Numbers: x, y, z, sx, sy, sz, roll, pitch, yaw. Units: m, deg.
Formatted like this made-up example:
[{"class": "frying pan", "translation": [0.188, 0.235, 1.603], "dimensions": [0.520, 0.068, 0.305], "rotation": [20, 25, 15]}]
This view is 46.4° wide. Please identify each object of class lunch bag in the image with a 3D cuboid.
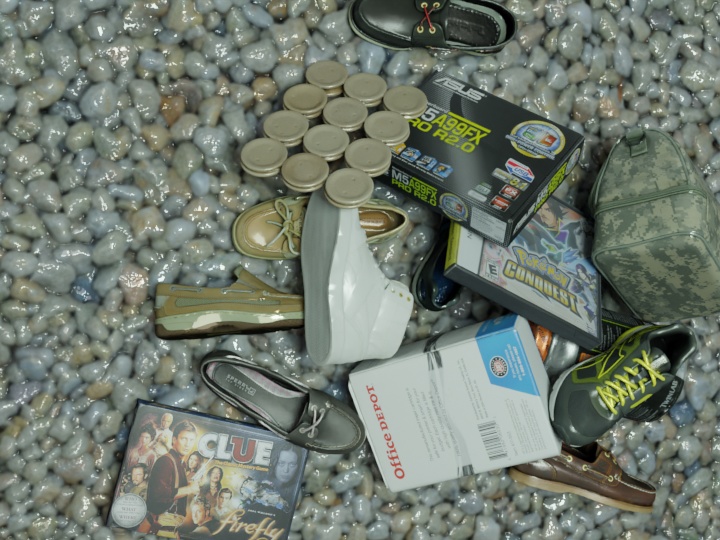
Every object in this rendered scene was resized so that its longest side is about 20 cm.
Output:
[{"class": "lunch bag", "translation": [0.363, -0.053, 0.997], "dimensions": [0.200, 0.139, 0.169], "rotation": [38, 52, -41]}]

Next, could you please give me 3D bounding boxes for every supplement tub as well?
[{"class": "supplement tub", "translation": [0.276, 0.104, 1.011], "dimensions": [0.199, 0.122, 0.123], "rotation": [17, 86, -15]}]

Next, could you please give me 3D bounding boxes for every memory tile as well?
[{"class": "memory tile", "translation": [-0.026, -0.152, 0.908], "dimensions": [0.152, 0.017, 0.201], "rotation": [20, 53, 15]}]

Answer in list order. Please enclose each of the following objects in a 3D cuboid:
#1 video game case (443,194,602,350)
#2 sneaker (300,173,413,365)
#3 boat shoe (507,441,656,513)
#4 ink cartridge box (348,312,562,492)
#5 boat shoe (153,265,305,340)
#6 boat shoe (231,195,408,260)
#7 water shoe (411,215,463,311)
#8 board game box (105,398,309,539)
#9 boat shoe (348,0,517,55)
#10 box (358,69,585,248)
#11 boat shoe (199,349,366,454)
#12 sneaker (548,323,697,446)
[{"class": "video game case", "translation": [0.190, -0.027, 0.950], "dimensions": [0.199, 0.026, 0.182], "rotation": [26, 49, -17]}, {"class": "sneaker", "translation": [0.000, 0.000, 0.915], "dimensions": [0.115, 0.073, 0.202], "rotation": [2, 90, -36]}, {"class": "boat shoe", "translation": [0.282, 0.246, 1.040], "dimensions": [0.199, 0.070, 0.071], "rotation": [17, 90, -15]}, {"class": "ink cartridge box", "translation": [0.107, 0.146, 0.937], "dimensions": [0.199, 0.086, 0.147], "rotation": [-18, 97, 22]}, {"class": "boat shoe", "translation": [-0.128, 0.031, 0.931], "dimensions": [0.198, 0.072, 0.077], "rotation": [-3, 79, -15]}, {"class": "boat shoe", "translation": [-0.046, -0.054, 0.953], "dimensions": [0.199, 0.063, 0.074], "rotation": [-10, 93, -15]}, {"class": "water shoe", "translation": [0.129, -0.042, 0.992], "dimensions": [0.071, 0.079, 0.201], "rotation": [24, 83, -14]}, {"class": "board game box", "translation": [-0.166, 0.231, 0.935], "dimensions": [0.199, 0.035, 0.137], "rotation": [15, 86, -15]}, {"class": "boat shoe", "translation": [0.087, -0.297, 0.991], "dimensions": [0.200, 0.063, 0.074], "rotation": [5, 91, -14]}, {"class": "box", "translation": [0.120, -0.130, 0.929], "dimensions": [0.199, 0.044, 0.160], "rotation": [31, 58, 23]}, {"class": "boat shoe", "translation": [-0.088, 0.147, 0.915], "dimensions": [0.199, 0.057, 0.067], "rotation": [26, 89, 6]}, {"class": "sneaker", "translation": [0.279, 0.110, 0.894], "dimensions": [0.200, 0.085, 0.075], "rotation": [-36, 87, -29]}]
